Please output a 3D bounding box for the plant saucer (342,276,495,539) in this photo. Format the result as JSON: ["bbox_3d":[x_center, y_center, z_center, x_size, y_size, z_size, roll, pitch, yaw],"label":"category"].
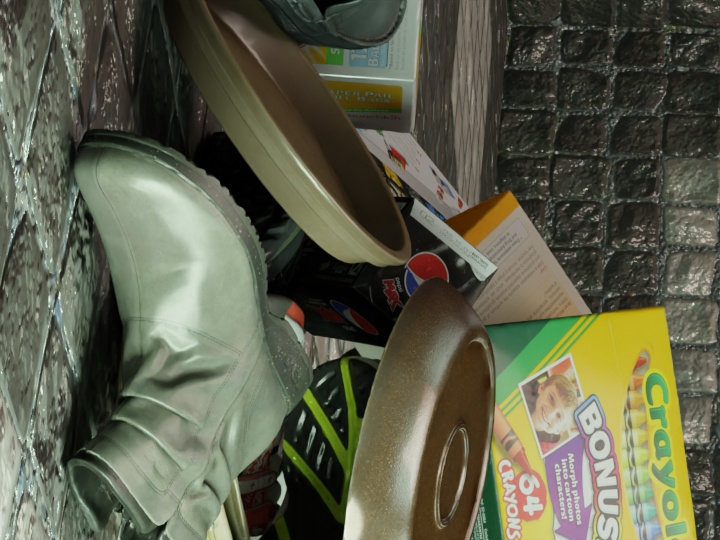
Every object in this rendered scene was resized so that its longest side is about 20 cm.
[{"bbox_3d":[0.035,0.104,1.480,0.200,0.032,0.201,10,90,-73],"label":"plant saucer"}]

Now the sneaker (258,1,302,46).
[{"bbox_3d":[-0.027,-0.208,1.620,0.200,0.074,0.085,-55,146,-32],"label":"sneaker"}]

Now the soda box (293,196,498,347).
[{"bbox_3d":[0.000,0.000,1.632,0.063,0.071,0.200,-55,-161,-10],"label":"soda box"}]

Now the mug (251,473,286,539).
[{"bbox_3d":[-0.023,0.233,1.672,0.154,0.148,0.187,98,-7,-46],"label":"mug"}]

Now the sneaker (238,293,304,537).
[{"bbox_3d":[-0.065,0.081,1.492,0.201,0.067,0.109,99,-7,-75],"label":"sneaker"}]

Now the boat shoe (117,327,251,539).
[{"bbox_3d":[-0.081,0.076,1.403,0.072,0.065,0.201,-75,164,-66],"label":"boat shoe"}]

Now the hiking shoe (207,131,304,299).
[{"bbox_3d":[-0.057,-0.009,1.553,0.200,0.075,0.101,-74,161,-69],"label":"hiking shoe"}]

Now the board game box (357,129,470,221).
[{"bbox_3d":[0.009,-0.061,1.833,0.200,0.035,0.126,51,22,-19],"label":"board game box"}]

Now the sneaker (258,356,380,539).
[{"bbox_3d":[-0.012,0.143,1.505,0.076,0.075,0.201,-6,118,-65],"label":"sneaker"}]

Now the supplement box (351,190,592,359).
[{"bbox_3d":[0.093,0.071,1.751,0.200,0.073,0.126,56,46,-8],"label":"supplement box"}]

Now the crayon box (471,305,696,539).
[{"bbox_3d":[0.119,0.128,1.646,0.172,0.058,0.201,-5,87,-45],"label":"crayon box"}]

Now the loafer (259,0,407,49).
[{"bbox_3d":[-0.018,-0.158,1.507,0.200,0.070,0.068,27,81,-63],"label":"loafer"}]

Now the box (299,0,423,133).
[{"bbox_3d":[-0.015,-0.194,1.701,0.101,0.112,0.201,89,4,-76],"label":"box"}]

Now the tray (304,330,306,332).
[{"bbox_3d":[-0.046,-0.017,1.834,0.200,0.037,0.099,-61,152,-78],"label":"tray"}]

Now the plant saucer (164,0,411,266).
[{"bbox_3d":[-0.041,-0.081,1.473,0.200,0.029,0.200,52,11,-14],"label":"plant saucer"}]

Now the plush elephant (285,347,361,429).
[{"bbox_3d":[0.000,0.115,1.805,0.165,0.199,0.156,-54,127,-66],"label":"plush elephant"}]

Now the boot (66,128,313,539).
[{"bbox_3d":[-0.092,0.044,1.275,0.131,0.067,0.200,-59,140,-31],"label":"boot"}]
